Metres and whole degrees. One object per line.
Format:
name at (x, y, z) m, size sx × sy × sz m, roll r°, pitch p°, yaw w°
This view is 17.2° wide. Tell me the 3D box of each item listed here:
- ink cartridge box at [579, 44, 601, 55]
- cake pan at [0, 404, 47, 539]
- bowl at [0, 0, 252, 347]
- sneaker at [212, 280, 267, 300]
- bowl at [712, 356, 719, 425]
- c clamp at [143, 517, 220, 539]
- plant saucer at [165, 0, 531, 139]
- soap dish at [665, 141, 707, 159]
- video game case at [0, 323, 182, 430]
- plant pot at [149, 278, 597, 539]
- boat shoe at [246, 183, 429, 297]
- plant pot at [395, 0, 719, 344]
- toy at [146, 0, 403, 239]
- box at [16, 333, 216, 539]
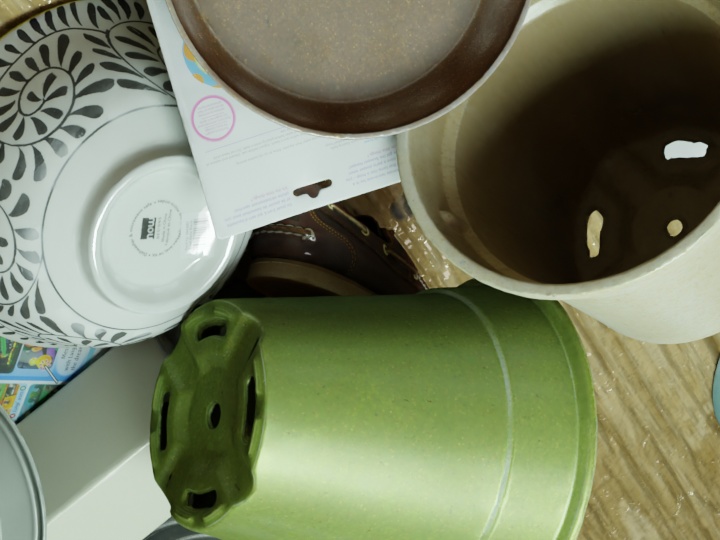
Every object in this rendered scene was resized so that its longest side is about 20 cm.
ink cartridge box at (0.019, -0.158, 1.297) m, size 0.199 × 0.047 × 0.160 m, roll -22°, pitch 126°, yaw 14°
cake pan at (-0.268, 0.137, 1.277) m, size 0.201 × 0.200 × 0.037 m, roll -50°, pitch 178°, yaw 12°
bowl at (-0.124, -0.034, 1.258) m, size 0.200 × 0.094 × 0.202 m, roll -15°, pitch 120°, yaw -27°
sneaker at (-0.072, 0.106, 1.442) m, size 0.076 × 0.091 × 0.201 m, roll -12°, pitch 132°, yaw -27°
bowl at (0.363, 0.080, 1.702) m, size 0.200 × 0.105 × 0.202 m, roll -19°, pitch 133°, yaw -21°
c clamp at (-0.106, 0.210, 1.511) m, size 0.170 × 0.027 × 0.200 m, roll 23°, pitch 135°, yaw -29°
plant saucer at (-0.009, -0.166, 1.194) m, size 0.199 × 0.034 × 0.202 m, roll -1°, pitch 93°, yaw -16°
soap dish at (0.174, -0.144, 1.406) m, size 0.157 × 0.081 × 0.201 m, roll 17°, pitch 114°, yaw -42°
video game case at (-0.172, 0.025, 1.357) m, size 0.181 × 0.024 × 0.201 m, roll 3°, pitch 124°, yaw -35°
plant pot at (-0.005, 0.087, 1.292) m, size 0.189 × 0.200 × 0.201 m, roll 10°, pitch 119°, yaw -34°
boat shoe at (0.000, 0.000, 1.415) m, size 0.200 × 0.070 × 0.071 m, roll 37°, pitch 57°, yaw -59°
plant pot at (0.145, -0.052, 1.262) m, size 0.200 × 0.201 × 0.183 m, roll -43°, pitch 149°, yaw 5°
toy at (-0.055, -0.129, 1.228) m, size 0.114 × 0.047 × 0.201 m, roll -18°, pitch 99°, yaw -18°
box at (-0.170, 0.128, 1.371) m, size 0.200 × 0.082 × 0.068 m, roll -37°, pitch 138°, yaw 3°
